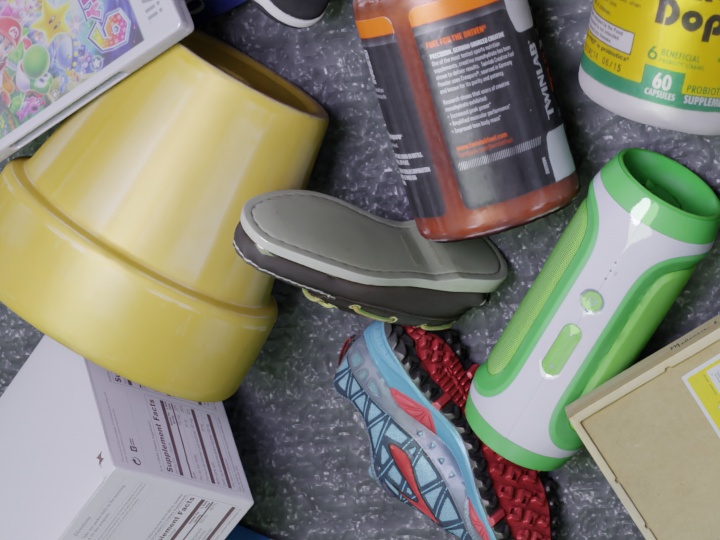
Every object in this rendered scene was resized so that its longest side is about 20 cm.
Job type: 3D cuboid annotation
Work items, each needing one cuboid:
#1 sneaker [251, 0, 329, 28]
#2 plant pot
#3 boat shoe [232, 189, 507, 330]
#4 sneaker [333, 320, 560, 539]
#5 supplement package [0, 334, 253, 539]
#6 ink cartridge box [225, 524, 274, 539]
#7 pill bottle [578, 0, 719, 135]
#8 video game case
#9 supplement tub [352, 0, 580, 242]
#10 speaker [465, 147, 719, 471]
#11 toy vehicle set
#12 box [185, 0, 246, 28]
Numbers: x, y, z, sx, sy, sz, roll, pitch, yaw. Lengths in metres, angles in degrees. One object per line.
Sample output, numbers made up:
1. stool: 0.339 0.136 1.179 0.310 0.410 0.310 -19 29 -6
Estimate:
1. sneaker: -0.025 -0.243 1.438 0.083 0.072 0.201 19 108 51
2. plant pot: -0.121 -0.048 1.511 0.201 0.201 0.189 32 101 10
3. boat shoe: 0.000 0.000 1.477 0.061 0.201 0.072 -51 46 32
4. sneaker: 0.054 0.122 1.562 0.095 0.079 0.200 -32 86 41
5. supplement package: -0.184 0.152 1.599 0.200 0.111 0.156 -51 39 27
6. ink cartridge box: -0.043 0.279 1.637 0.200 0.084 0.145 21 113 15
7. pill bottle: 0.197 -0.188 1.366 0.113 0.113 0.200 18 112 17
8. video game case: -0.204 -0.160 1.480 0.200 0.018 0.143 -31 71 25
9. supplement tub: 0.059 -0.125 1.448 0.107 0.107 0.200 -12 101 25
10. speaker: 0.142 0.025 1.475 0.088 0.088 0.200 34 116 9
11. toy vehicle set: 0.240 0.085 1.442 0.200 0.027 0.124 -31 101 8
12. box: -0.143 -0.198 1.522 0.200 0.032 0.121 -24 127 28
